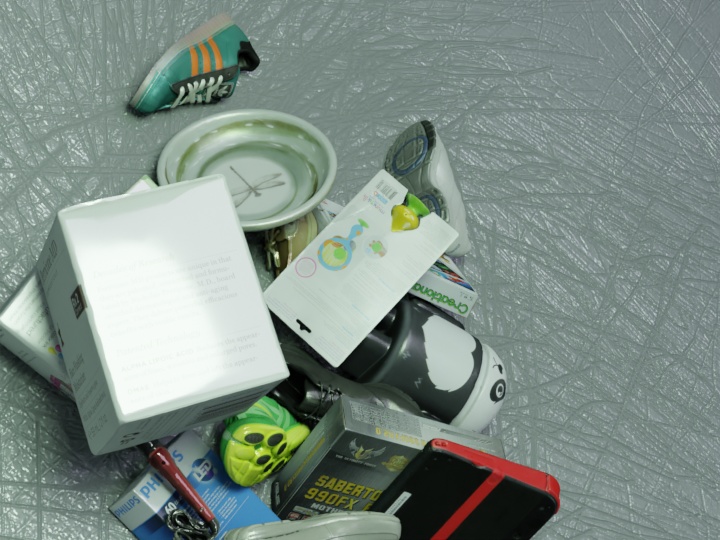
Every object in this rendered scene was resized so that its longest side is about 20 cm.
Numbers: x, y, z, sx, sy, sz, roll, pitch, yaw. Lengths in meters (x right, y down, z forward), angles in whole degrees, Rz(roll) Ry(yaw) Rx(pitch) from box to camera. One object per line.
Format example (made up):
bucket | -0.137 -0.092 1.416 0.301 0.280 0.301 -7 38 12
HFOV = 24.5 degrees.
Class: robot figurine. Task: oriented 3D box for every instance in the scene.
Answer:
robot figurine | 0.070 0.109 1.850 0.199 0.125 0.151 30 83 -18

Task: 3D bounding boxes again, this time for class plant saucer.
plant saucer | -0.124 -0.100 1.830 0.199 0.050 0.201 0 44 0

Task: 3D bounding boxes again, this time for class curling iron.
curling iron | -0.199 0.184 1.587 0.049 0.026 0.201 -33 92 -39

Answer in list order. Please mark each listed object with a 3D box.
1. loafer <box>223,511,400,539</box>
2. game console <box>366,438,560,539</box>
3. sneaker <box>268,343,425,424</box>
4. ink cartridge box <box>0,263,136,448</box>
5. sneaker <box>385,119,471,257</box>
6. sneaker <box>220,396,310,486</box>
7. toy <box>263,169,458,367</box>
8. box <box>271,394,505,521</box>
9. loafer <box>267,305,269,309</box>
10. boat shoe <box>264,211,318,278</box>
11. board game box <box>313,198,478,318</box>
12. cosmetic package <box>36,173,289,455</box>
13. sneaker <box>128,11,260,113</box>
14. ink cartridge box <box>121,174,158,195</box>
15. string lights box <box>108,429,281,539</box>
loafer | -0.045 0.277 1.626 0.199 0.070 0.070 -3 80 -34
game console | 0.095 0.261 1.733 0.176 0.200 0.031 23 36 -21
sneaker | -0.026 0.143 1.746 0.199 0.076 0.091 21 6 10
ink cartridge box | -0.247 0.062 1.650 0.200 0.085 0.145 40 70 -11
sneaker | 0.087 -0.097 2.032 0.087 0.074 0.201 38 35 -45
sneaker | -0.113 0.167 1.685 0.083 0.074 0.200 39 4 10
toy | 0.000 0.000 1.802 0.115 0.047 0.200 41 81 13
box | 0.030 0.218 1.729 0.199 0.159 0.049 18 40 -25
loafer | -0.176 -0.006 1.699 0.200 0.070 0.068 37 70 -6
boat shoe | -0.090 -0.056 1.877 0.062 0.073 0.201 12 46 -21
board game box | 0.031 -0.019 1.915 0.199 0.035 0.126 24 14 -22
cosmetic package | -0.187 0.043 1.532 0.164 0.165 0.201 -15 78 -22
sneaker | -0.184 -0.225 1.902 0.080 0.071 0.200 44 46 -1
ink cartridge box | -0.247 0.018 1.732 0.146 0.048 0.200 46 70 -3
string lights box | -0.141 0.266 1.652 0.200 0.059 0.103 46 47 -4
